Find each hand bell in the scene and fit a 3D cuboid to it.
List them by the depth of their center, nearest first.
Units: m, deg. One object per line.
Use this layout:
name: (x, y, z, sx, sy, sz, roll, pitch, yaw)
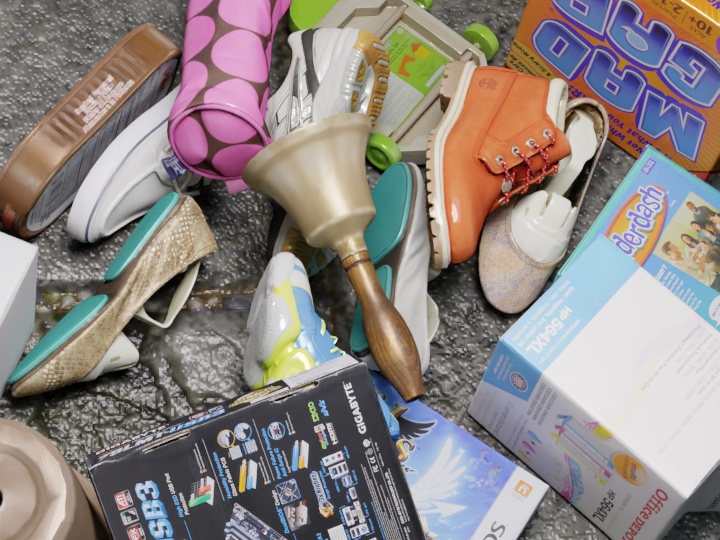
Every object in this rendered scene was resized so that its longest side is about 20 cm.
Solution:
hand bell: (0.000, 0.000, 1.458, 0.103, 0.104, 0.201, -19, 75, -20)

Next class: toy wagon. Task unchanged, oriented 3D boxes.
toy wagon: (0.013, -0.173, 1.667, 0.199, 0.040, 0.155, 36, 61, 11)

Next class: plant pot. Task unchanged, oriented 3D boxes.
plant pot: (-0.249, 0.182, 1.344, 0.198, 0.175, 0.202, 4, 60, -7)

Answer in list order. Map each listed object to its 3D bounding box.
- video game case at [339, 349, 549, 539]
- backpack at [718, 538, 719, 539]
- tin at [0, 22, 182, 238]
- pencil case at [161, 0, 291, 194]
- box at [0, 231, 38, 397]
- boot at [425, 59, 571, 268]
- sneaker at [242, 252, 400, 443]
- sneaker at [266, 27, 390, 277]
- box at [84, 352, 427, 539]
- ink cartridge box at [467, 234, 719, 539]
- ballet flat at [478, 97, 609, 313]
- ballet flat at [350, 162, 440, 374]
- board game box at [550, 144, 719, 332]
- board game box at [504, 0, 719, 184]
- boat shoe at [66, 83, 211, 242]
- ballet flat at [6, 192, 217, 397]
video game case: (0.008, 0.176, 1.469, 0.199, 0.046, 0.182, 32, 60, 8)
backpack: (0.365, 0.215, 1.439, 0.189, 0.200, 0.155, -14, 69, -25)
tin: (-0.206, -0.105, 1.548, 0.042, 0.112, 0.200, 39, 62, 1)
pencil case: (-0.096, -0.159, 1.550, 0.090, 0.094, 0.201, -12, 47, 22)
box: (-0.339, 0.015, 1.448, 0.198, 0.125, 0.098, 22, 59, 1)
boot: (0.104, -0.081, 1.549, 0.106, 0.075, 0.201, 7, 51, 10)
sneaker: (-0.027, 0.086, 1.455, 0.104, 0.076, 0.202, 8, 65, -16)
sneaker: (-0.043, -0.092, 1.585, 0.087, 0.076, 0.202, 14, 82, 29)
box: (-0.059, 0.183, 1.358, 0.197, 0.050, 0.202, -21, 98, -7)
ink cartridge box: (0.201, 0.103, 1.496, 0.200, 0.129, 0.125, 41, 62, 13)
ballet flat: (0.147, -0.059, 1.606, 0.068, 0.067, 0.201, 30, 59, -15)
ballet flat: (0.033, 0.005, 1.556, 0.069, 0.070, 0.201, 12, 46, -4)
board game box: (0.269, 0.014, 1.607, 0.199, 0.045, 0.152, 34, 61, 9)
board game box: (0.269, -0.228, 1.651, 0.199, 0.200, 0.200, 36, 61, 11)
boat shoe: (-0.144, -0.083, 1.573, 0.065, 0.072, 0.200, 34, 52, 14)
ballet flat: (-0.174, 0.031, 1.502, 0.065, 0.070, 0.200, 46, 72, -17)
